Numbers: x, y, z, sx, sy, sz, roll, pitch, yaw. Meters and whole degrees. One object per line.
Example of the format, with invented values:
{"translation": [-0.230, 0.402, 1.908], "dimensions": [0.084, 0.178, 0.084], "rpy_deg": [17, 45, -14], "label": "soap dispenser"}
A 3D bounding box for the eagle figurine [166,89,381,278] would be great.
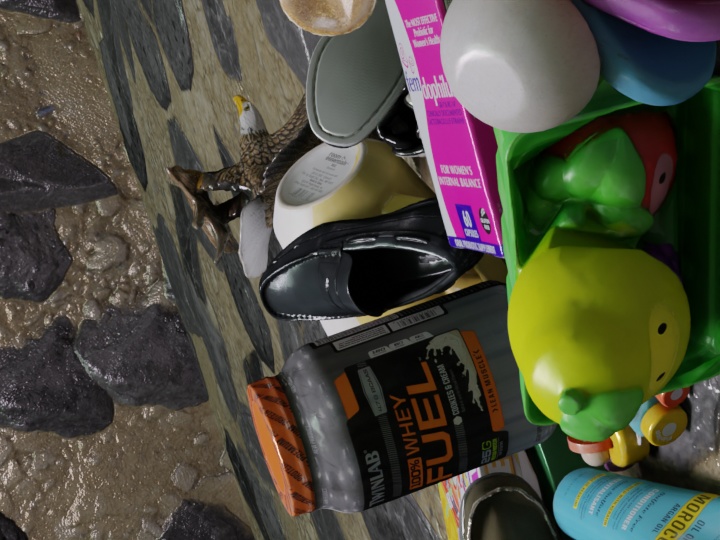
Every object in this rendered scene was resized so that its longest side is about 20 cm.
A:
{"translation": [-0.058, -0.099, 1.284], "dimensions": [0.152, 0.198, 0.152], "rpy_deg": [64, 180, -9], "label": "eagle figurine"}

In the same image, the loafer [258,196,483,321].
{"translation": [0.000, 0.000, 1.093], "dimensions": [0.199, 0.071, 0.068], "rpy_deg": [-18, 116, 36], "label": "loafer"}

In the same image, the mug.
{"translation": [0.023, -0.028, 1.200], "dimensions": [0.154, 0.185, 0.150], "rpy_deg": [54, -151, -30], "label": "mug"}

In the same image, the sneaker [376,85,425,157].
{"translation": [0.045, -0.123, 1.162], "dimensions": [0.200, 0.087, 0.076], "rpy_deg": [163, 86, -77], "label": "sneaker"}

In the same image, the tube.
{"translation": [0.191, 0.166, 0.989], "dimensions": [0.050, 0.078, 0.200], "rpy_deg": [43, 167, -15], "label": "tube"}

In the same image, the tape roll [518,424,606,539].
{"translation": [0.134, 0.145, 1.239], "dimensions": [0.200, 0.048, 0.203], "rpy_deg": [161, 90, -76], "label": "tape roll"}

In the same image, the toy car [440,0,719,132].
{"translation": [0.130, -0.162, 0.732], "dimensions": [0.149, 0.175, 0.201], "rpy_deg": [19, 137, 24], "label": "toy car"}

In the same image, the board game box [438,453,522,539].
{"translation": [0.097, 0.189, 1.191], "dimensions": [0.135, 0.034, 0.202], "rpy_deg": [118, 144, -69], "label": "board game box"}

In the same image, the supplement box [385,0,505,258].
{"translation": [0.092, -0.120, 0.971], "dimensions": [0.101, 0.102, 0.202], "rpy_deg": [-164, 58, -74], "label": "supplement box"}

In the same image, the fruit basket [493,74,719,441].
{"translation": [0.141, 0.004, 0.832], "dimensions": [0.216, 0.154, 0.218], "rpy_deg": [165, 90, -81], "label": "fruit basket"}

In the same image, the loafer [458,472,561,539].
{"translation": [0.124, 0.238, 1.065], "dimensions": [0.070, 0.074, 0.202], "rpy_deg": [123, 129, -83], "label": "loafer"}

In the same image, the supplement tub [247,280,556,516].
{"translation": [0.028, 0.093, 1.070], "dimensions": [0.122, 0.198, 0.124], "rpy_deg": [161, 90, -79], "label": "supplement tub"}

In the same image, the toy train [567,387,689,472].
{"translation": [0.155, 0.067, 1.056], "dimensions": [0.200, 0.055, 0.152], "rpy_deg": [126, 124, -72], "label": "toy train"}

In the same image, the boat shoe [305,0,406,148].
{"translation": [0.012, -0.173, 1.123], "dimensions": [0.060, 0.075, 0.202], "rpy_deg": [92, -161, -71], "label": "boat shoe"}

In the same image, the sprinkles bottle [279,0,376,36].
{"translation": [-0.017, -0.244, 1.063], "dimensions": [0.201, 0.067, 0.069], "rpy_deg": [-86, -8, -49], "label": "sprinkles bottle"}
